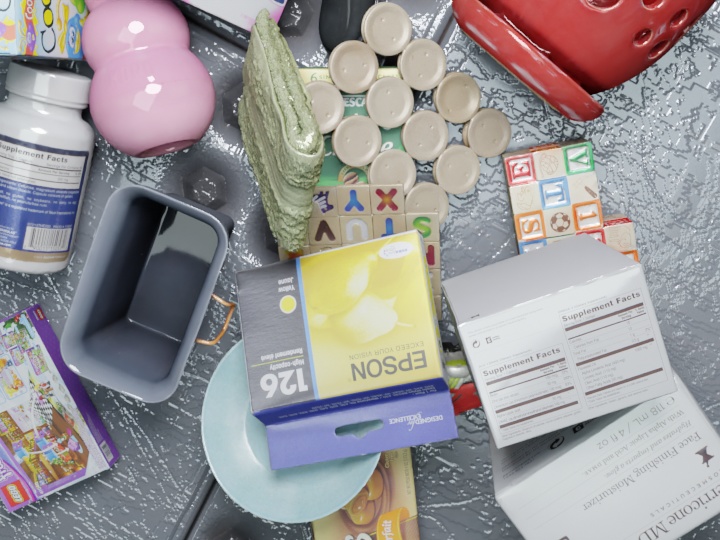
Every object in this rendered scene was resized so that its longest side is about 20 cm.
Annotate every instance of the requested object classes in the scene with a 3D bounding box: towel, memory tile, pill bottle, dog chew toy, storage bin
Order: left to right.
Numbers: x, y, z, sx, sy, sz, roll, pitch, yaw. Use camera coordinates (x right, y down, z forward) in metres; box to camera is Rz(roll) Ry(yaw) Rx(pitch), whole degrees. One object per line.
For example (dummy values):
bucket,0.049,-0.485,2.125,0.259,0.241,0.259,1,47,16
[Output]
pill bottle,-0.336,-0.107,0.958,0.110,0.111,0.201,16,102,2
dog chew toy,-0.219,-0.218,0.925,0.124,0.125,0.201,-15,92,8
storage bin,-0.195,0.015,0.957,0.145,0.134,0.201,22,103,1
towel,-0.081,-0.131,0.880,0.036,0.201,0.149,-8,143,-19
memory tile,0.045,-0.149,0.918,0.200,0.017,0.154,41,86,-20

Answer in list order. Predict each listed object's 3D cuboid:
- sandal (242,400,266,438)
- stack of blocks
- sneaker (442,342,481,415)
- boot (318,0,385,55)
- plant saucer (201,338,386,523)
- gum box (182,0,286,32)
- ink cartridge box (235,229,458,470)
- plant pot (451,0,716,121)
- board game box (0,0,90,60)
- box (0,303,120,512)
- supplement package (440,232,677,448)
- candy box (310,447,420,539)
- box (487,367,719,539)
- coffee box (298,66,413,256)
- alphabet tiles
sandal,-0.082,0.156,1.012,0.205,0.059,0.080,-19,98,9
stack of blocks,0.217,-0.029,0.948,0.114,0.059,0.202,-11,100,7
sneaker,0.079,0.125,0.983,0.198,0.077,0.086,-1,113,3
boot,-0.047,-0.300,0.849,0.065,0.200,0.166,23,97,32
plant saucer,-0.065,0.154,0.955,0.199,0.039,0.203,-3,80,17
gum box,-0.145,-0.308,0.874,0.199,0.066,0.114,16,107,-41
ink cartridge box,-0.018,0.079,0.912,0.196,0.047,0.201,-13,75,13
plant pot,0.194,-0.250,0.837,0.200,0.200,0.183,40,105,-3
board game box,-0.331,-0.254,0.883,0.104,0.200,0.104,2,102,4
box,-0.379,0.155,1.050,0.136,0.039,0.201,-24,98,9
supplement package,0.166,0.053,0.832,0.155,0.200,0.112,-19,99,4
candy box,0.004,0.284,1.020,0.115,0.055,0.202,-8,101,-7
box,0.241,0.179,0.914,0.198,0.200,0.131,-37,95,11
coffee box,-0.005,-0.109,0.960,0.122,0.044,0.202,2,101,4
alphabet tiles,0.000,0.000,0.960,0.165,0.006,0.201,-1,124,5
